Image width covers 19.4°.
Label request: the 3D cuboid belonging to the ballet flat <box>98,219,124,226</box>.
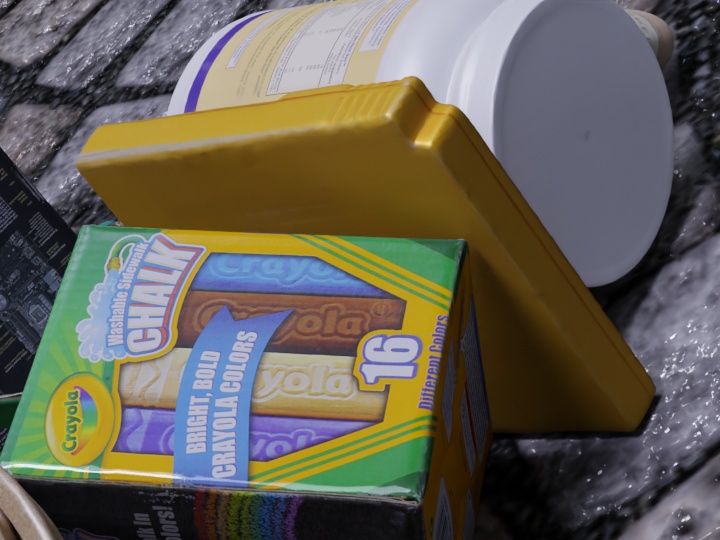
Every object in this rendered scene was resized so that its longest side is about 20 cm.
[{"bbox_3d":[-0.103,0.018,1.004,0.200,0.075,0.068,141,148,-78],"label":"ballet flat"}]

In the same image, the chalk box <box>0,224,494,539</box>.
[{"bbox_3d":[-0.058,0.068,0.804,0.198,0.125,0.125,4,48,12],"label":"chalk box"}]

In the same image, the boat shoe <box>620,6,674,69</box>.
[{"bbox_3d":[0.064,-0.090,1.036,0.199,0.073,0.065,-13,2,45],"label":"boat shoe"}]

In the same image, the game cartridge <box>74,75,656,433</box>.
[{"bbox_3d":[0.000,0.000,0.861,0.199,0.177,0.033,-5,43,44],"label":"game cartridge"}]

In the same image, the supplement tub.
[{"bbox_3d":[0.024,-0.052,0.935,0.199,0.146,0.146,-2,46,45],"label":"supplement tub"}]

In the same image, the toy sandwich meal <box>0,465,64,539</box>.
[{"bbox_3d":[-0.155,0.158,0.716,0.204,0.070,0.207,3,94,47],"label":"toy sandwich meal"}]

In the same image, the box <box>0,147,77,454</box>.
[{"bbox_3d":[-0.229,0.038,1.079,0.200,0.160,0.043,-46,32,-11],"label":"box"}]
